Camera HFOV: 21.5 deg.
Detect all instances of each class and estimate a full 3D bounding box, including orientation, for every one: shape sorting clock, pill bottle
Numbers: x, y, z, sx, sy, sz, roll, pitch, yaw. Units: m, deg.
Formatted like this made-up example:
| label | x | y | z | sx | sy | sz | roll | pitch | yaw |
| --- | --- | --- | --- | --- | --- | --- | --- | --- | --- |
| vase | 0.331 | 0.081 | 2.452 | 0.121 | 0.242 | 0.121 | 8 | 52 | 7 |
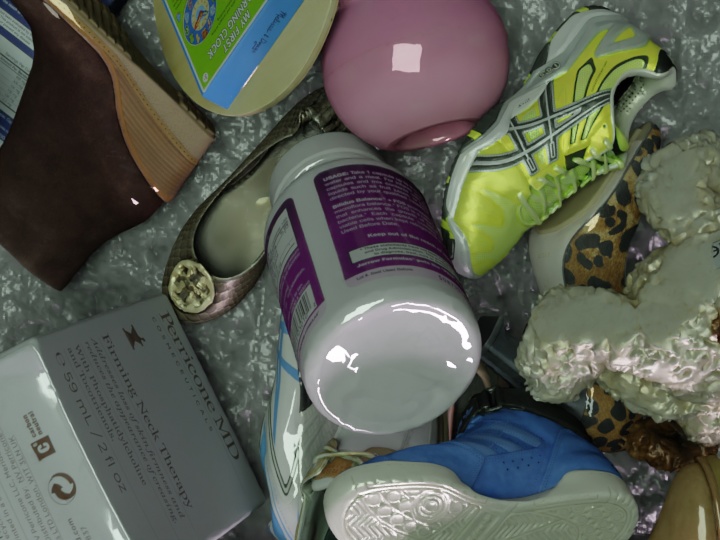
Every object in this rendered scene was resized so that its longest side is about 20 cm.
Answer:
| label | x | y | z | sx | sy | sz | roll | pitch | yaw |
| --- | --- | --- | --- | --- | --- | --- | --- | --- | --- |
| shape sorting clock | -0.075 | -0.202 | 1.247 | 0.199 | 0.039 | 0.202 | -8 | 79 | 50 |
| pill bottle | 0.000 | 0.000 | 1.189 | 0.111 | 0.201 | 0.113 | -7 | 128 | -10 |

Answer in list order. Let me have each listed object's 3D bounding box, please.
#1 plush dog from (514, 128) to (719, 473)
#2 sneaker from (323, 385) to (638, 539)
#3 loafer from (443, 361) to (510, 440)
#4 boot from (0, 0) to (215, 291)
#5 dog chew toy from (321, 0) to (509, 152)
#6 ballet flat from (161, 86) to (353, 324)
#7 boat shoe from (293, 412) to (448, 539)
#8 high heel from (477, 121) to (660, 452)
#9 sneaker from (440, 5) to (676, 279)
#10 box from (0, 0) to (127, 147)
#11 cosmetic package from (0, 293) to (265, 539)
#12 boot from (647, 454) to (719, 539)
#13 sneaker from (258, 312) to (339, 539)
| label | x | y | z | sx | sy | sz | roll | pitch | yaw |
| --- | --- | --- | --- | --- | --- | --- | --- | --- | --- |
| plush dog | 0.219 | 0.040 | 1.176 | 0.160 | 0.172 | 0.201 | 35 | 87 | 35 |
| sneaker | 0.063 | 0.124 | 1.170 | 0.198 | 0.111 | 0.077 | 1 | 121 | -17 |
| loafer | 0.078 | 0.152 | 1.261 | 0.071 | 0.063 | 0.202 | -5 | 91 | 11 |
| boot | -0.216 | -0.099 | 1.281 | 0.166 | 0.072 | 0.200 | -40 | 109 | 11 |
| dog chew toy | 0.023 | -0.183 | 1.233 | 0.124 | 0.124 | 0.202 | -17 | 82 | 12 |
| ballet flat | -0.069 | -0.045 | 1.291 | 0.067 | 0.046 | 0.200 | 43 | 100 | 7 |
| boat shoe | 0.003 | 0.140 | 1.218 | 0.074 | 0.068 | 0.202 | -3 | 69 | 37 |
| high heel | 0.173 | 0.015 | 1.253 | 0.142 | 0.071 | 0.201 | 38 | 81 | -21 |
| sneaker | 0.124 | -0.078 | 1.206 | 0.076 | 0.075 | 0.201 | 30 | 83 | 35 |
| box | -0.246 | -0.175 | 1.328 | 0.121 | 0.032 | 0.201 | 37 | 101 | 7 |
| cosmetic package | -0.196 | 0.134 | 1.238 | 0.166 | 0.200 | 0.168 | -27 | 89 | 19 |
| boot | 0.120 | 0.198 | 1.125 | 0.198 | 0.066 | 0.177 | -1 | 104 | -6 |
| sneaker | -0.040 | 0.089 | 1.284 | 0.072 | 0.072 | 0.202 | -4 | 83 | 43 |
